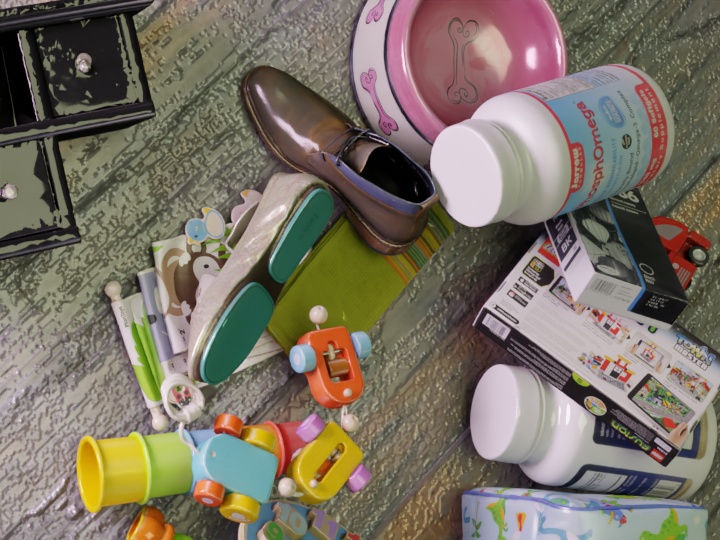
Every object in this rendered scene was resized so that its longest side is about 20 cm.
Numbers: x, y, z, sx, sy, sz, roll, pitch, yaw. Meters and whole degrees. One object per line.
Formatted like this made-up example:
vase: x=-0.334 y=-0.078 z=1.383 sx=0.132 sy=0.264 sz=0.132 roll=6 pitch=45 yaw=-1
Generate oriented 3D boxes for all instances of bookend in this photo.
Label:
bookend: x=-0.241 y=-0.099 z=1.328 sx=0.198 sy=0.092 sz=0.201 roll=-13 pitch=93 yaw=-26

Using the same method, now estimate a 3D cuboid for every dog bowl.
dog bowl: x=0.094 y=-0.181 z=1.506 sx=0.199 sy=0.074 sz=0.202 roll=2 pitch=85 yaw=-25

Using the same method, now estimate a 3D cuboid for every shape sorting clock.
shape sorting clock: x=-0.015 y=0.258 z=1.370 sx=0.200 sy=0.200 sz=0.039 roll=37 pitch=106 yaw=-19

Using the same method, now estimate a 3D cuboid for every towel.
towel: x=0.000 y=0.000 z=1.467 sx=0.086 sy=0.018 sz=0.200 roll=48 pitch=63 yaw=-17

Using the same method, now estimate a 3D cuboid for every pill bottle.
pill bottle: x=0.201 y=0.136 z=1.512 sx=0.199 sy=0.111 sz=0.112 roll=11 pitch=82 yaw=-25
pill bottle: x=0.156 y=-0.100 z=1.422 sx=0.199 sy=0.108 sz=0.109 roll=-20 pitch=95 yaw=-37

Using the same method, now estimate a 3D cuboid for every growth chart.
growth chart: x=-0.114 y=0.023 z=1.422 sx=0.199 sy=0.018 sz=0.145 roll=-28 pitch=99 yaw=-27

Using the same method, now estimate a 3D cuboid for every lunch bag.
lunch bag: x=0.187 y=0.224 z=1.450 sx=0.160 sy=0.200 sz=0.083 roll=4 pitch=85 yaw=-26

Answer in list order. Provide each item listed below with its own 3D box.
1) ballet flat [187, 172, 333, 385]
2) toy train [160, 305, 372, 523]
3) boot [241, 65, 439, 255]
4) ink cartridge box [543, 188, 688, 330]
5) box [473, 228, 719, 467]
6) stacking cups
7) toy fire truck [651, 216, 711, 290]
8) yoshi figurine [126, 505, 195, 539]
ballet flat: x=-0.092 y=0.005 z=1.395 sx=0.201 sy=0.062 sz=0.068 roll=-56 pitch=145 yaw=-21
toy train: x=-0.069 y=0.119 z=1.368 sx=0.199 sy=0.056 sz=0.151 roll=-16 pitch=80 yaw=-36
boot: x=-0.012 y=-0.106 z=1.422 sx=0.200 sy=0.097 sz=0.075 roll=45 pitch=66 yaw=-1
ink cartridge box: x=0.208 y=-0.036 z=1.498 sx=0.099 sy=0.201 sz=0.039 roll=15 pitch=124 yaw=-24
box: x=0.206 y=0.063 z=1.463 sx=0.200 sy=0.035 sz=0.110 roll=37 pitch=55 yaw=8
stacking cups: x=-0.124 y=0.155 z=1.388 sx=0.199 sy=0.060 sz=0.061 roll=-2 pitch=87 yaw=-28
toy fire truck: x=0.215 y=0.012 z=1.552 sx=0.141 sy=0.049 sz=0.200 roll=33 pitch=55 yaw=6
yoshi figurine: x=-0.105 y=0.270 z=1.381 sx=0.199 sy=0.113 sz=0.112 roll=28 pitch=37 yaw=-8
